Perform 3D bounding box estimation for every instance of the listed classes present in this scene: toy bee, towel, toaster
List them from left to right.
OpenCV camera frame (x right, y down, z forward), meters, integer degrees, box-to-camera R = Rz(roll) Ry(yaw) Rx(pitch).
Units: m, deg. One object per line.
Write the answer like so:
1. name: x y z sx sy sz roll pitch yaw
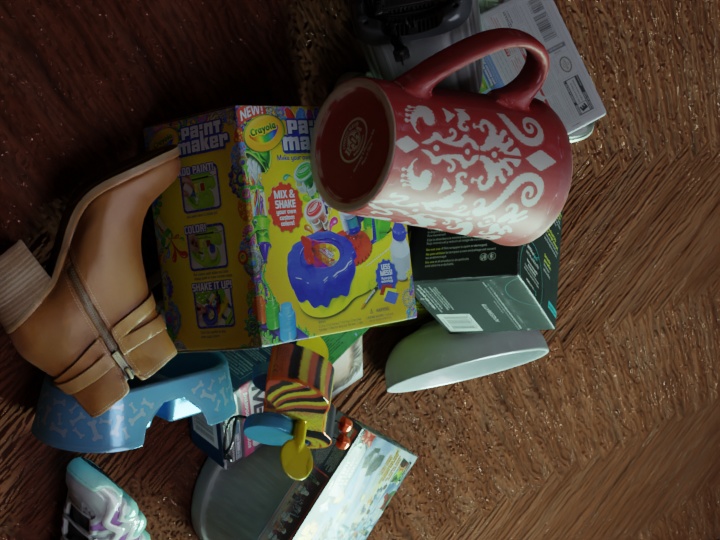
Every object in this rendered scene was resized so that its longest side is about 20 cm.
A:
1. toy bee: -0.052 0.122 1.091 0.108 0.200 0.132 14 81 -12
2. towel: 0.058 0.053 1.380 0.086 0.018 0.199 -26 163 37
3. toaster: 0.054 -0.230 1.078 0.129 0.112 0.202 65 18 -56

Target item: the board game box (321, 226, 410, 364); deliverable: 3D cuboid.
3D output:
1. board game box: 0.000 0.000 1.245 0.200 0.023 0.105 -42 117 -38

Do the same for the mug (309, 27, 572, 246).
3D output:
1. mug: 0.066 -0.116 1.014 0.199 0.133 0.180 3 91 -40

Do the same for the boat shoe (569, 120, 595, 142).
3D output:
1. boat shoe: 0.143 -0.182 1.206 0.057 0.198 0.067 99 11 -65

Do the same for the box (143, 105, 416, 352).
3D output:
1. box: -0.067 -0.039 1.047 0.199 0.121 0.195 -9 92 -49

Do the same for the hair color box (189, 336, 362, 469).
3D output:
1. hair color box: -0.086 0.108 1.249 0.199 0.060 0.101 -33 138 -34

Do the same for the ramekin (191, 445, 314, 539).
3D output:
1. ramekin: -0.078 0.247 1.323 0.199 0.105 0.202 -31 137 -35

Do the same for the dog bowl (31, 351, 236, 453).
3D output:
1. dog bowl: -0.198 0.108 1.072 0.199 0.111 0.050 -12 111 -47

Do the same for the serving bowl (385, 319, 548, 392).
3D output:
1. serving bowl: 0.119 0.089 1.422 0.199 0.199 0.066 0 73 -51

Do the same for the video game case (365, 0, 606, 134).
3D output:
1. video game case: 0.123 -0.172 1.167 0.199 0.018 0.144 -28 94 -8

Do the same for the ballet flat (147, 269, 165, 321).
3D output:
1. ballet flat: -0.147 0.015 1.105 0.199 0.071 0.072 -31 137 -37

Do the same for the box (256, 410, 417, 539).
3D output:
1. box: -0.033 0.256 1.258 0.201 0.040 0.137 -57 146 -3

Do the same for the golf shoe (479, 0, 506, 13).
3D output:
1. golf shoe: 0.122 -0.280 1.197 0.075 0.091 0.201 -34 140 -33

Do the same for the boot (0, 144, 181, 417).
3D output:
1. boot: -0.192 0.007 0.974 0.200 0.074 0.155 -39 107 -8

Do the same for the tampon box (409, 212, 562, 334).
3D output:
1. tampon box: 0.137 -0.053 1.283 0.150 0.125 0.202 46 46 -55

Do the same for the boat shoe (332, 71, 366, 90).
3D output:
1. boat shoe: 0.017 -0.095 1.185 0.070 0.071 0.203 -22 114 -44

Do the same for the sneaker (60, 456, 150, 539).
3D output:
1. sneaker: -0.267 0.275 1.130 0.140 0.077 0.201 -42 142 -24
